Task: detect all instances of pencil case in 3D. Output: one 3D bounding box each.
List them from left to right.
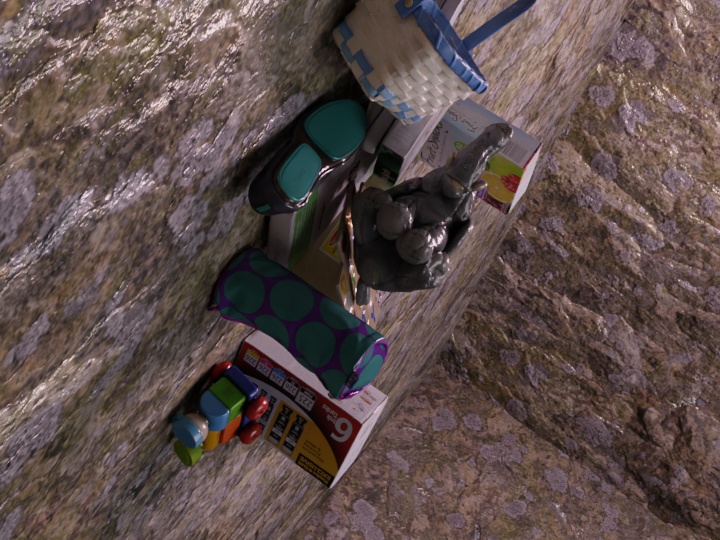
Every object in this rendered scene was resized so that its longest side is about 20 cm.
[{"bbox_3d":[-0.069,0.062,1.349,0.093,0.199,0.085,-56,166,3],"label":"pencil case"}]

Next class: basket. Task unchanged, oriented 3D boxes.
[{"bbox_3d":[0.081,-0.251,1.207,0.199,0.140,0.176,-31,161,12],"label":"basket"}]

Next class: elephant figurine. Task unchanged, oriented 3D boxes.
[{"bbox_3d":[0.084,-0.066,1.381,0.200,0.154,0.143,-44,125,-39],"label":"elephant figurine"}]

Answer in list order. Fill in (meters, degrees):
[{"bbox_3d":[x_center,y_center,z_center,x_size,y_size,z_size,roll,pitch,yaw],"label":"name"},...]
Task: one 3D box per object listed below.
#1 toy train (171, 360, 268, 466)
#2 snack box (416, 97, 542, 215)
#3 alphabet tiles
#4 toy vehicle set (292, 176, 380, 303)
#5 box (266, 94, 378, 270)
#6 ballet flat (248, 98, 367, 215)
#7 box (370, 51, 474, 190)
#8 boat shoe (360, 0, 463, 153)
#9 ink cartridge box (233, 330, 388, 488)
[{"bbox_3d":[-0.197,0.217,1.576,0.115,0.085,0.201,-37,161,-32],"label":"toy train"},{"bbox_3d":[0.135,-0.171,1.591,0.053,0.199,0.142,-52,169,-20],"label":"snack box"},{"bbox_3d":[0.000,0.000,1.434,0.201,0.006,0.167,75,21,-45],"label":"alphabet tiles"},{"bbox_3d":[-0.009,-0.027,1.560,0.201,0.124,0.027,-54,177,-14],"label":"toy vehicle set"},{"bbox_3d":[-0.039,-0.105,1.415,0.200,0.036,0.145,-53,168,-29],"label":"box"},{"bbox_3d":[-0.060,-0.118,1.261,0.200,0.073,0.073,-54,171,-48],"label":"ballet flat"},{"bbox_3d":[0.068,-0.174,1.394,0.145,0.036,0.200,-56,177,-8],"label":"box"},{"bbox_3d":[0.039,-0.231,1.333,0.201,0.069,0.071,-61,177,10],"label":"boat shoe"},{"bbox_3d":[-0.089,0.197,1.654,0.084,0.199,0.177,-40,160,-54],"label":"ink cartridge box"}]
